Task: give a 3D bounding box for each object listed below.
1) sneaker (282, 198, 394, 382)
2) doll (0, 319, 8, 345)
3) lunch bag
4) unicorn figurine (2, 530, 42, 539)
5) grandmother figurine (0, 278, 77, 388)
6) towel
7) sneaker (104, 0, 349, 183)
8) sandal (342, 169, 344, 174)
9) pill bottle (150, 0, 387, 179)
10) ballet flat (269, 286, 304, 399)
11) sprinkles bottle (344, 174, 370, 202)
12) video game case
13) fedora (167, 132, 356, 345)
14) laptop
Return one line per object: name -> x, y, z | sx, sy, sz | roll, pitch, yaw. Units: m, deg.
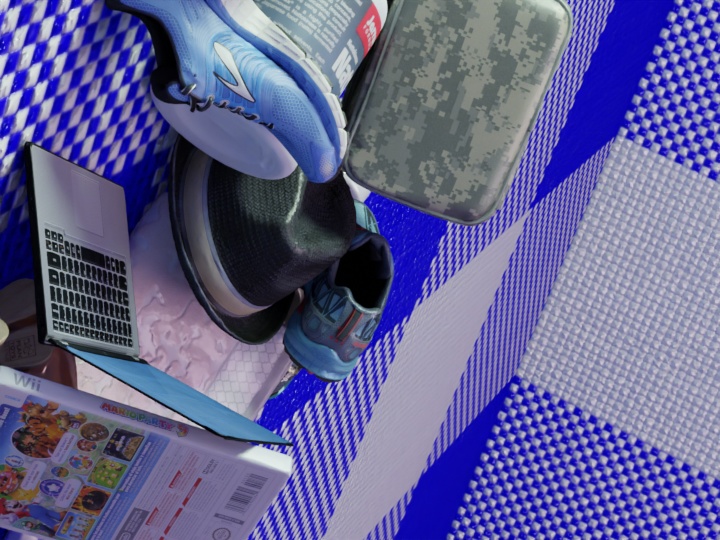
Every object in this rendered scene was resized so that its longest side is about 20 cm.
sneaker -> 0.000, 0.000, 1.596 | 0.096, 0.079, 0.200 | -50, -160, 34
doll -> -0.282, 0.119, 1.262 | 0.200, 0.048, 0.137 | -64, 178, 32
lunch bag -> 0.062, -0.146, 1.529 | 0.168, 0.139, 0.201 | -98, -152, -76
unicorn figurine -> -0.246, 0.218, 1.571 | 0.200, 0.074, 0.138 | -69, 173, -77
grandmother figurine -> -0.209, 0.100, 1.374 | 0.200, 0.060, 0.122 | 79, 3, -54
towel -> -0.146, 0.075, 1.520 | 0.191, 0.032, 0.200 | 49, 64, -36
sneaker -> -0.089, -0.127, 1.295 | 0.089, 0.200, 0.079 | -47, -164, -13
sandal -> -0.062, -0.065, 1.722 | 0.201, 0.079, 0.058 | 112, -5, -55
pill bottle -> -0.050, -0.177, 1.422 | 0.200, 0.119, 0.120 | -59, 166, -17
ballet flat -> -0.045, 0.020, 1.676 | 0.200, 0.074, 0.074 | -57, 166, -40
sprinkles bottle -> 0.018, -0.147, 1.855 | 0.200, 0.068, 0.068 | -57, 165, -28
video game case -> -0.163, 0.139, 1.312 | 0.018, 0.199, 0.143 | -87, -157, -44
fedora -> -0.063, -0.044, 1.504 | 0.201, 0.091, 0.201 | 45, 38, -50
laptop -> -0.130, 0.021, 1.320 | 0.187, 0.115, 0.201 | 31, 53, -77
